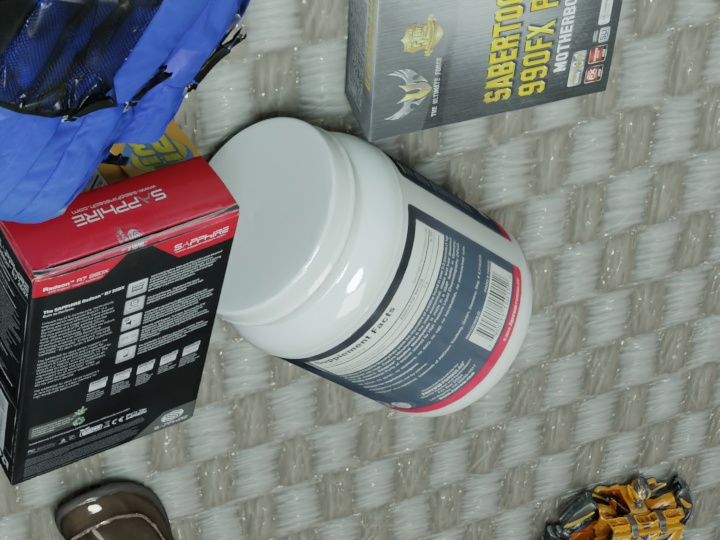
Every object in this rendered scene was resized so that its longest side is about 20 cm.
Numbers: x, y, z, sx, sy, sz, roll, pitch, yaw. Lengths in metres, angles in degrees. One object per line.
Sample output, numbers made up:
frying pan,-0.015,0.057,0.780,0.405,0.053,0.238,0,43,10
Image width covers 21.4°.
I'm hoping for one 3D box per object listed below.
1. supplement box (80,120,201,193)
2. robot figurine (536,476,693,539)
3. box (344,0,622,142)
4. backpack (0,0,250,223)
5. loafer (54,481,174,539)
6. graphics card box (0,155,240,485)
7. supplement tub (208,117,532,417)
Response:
supplement box,-0.158,0.001,1.132,0.066,0.069,0.200,-11,147,-45
robot figurine,0.214,0.253,1.638,0.144,0.058,0.200,-6,138,-24
box,0.075,-0.174,1.089,0.158,0.048,0.200,-13,140,-16
backpack,-0.161,-0.118,0.936,0.167,0.163,0.200,13,127,-42
loafer,-0.159,0.223,1.394,0.073,0.071,0.200,-26,141,1
graphics card box,-0.144,0.031,1.069,0.125,0.051,0.200,-21,148,-27
supplement tub,0.000,0.000,1.172,0.140,0.141,0.200,-41,138,19
